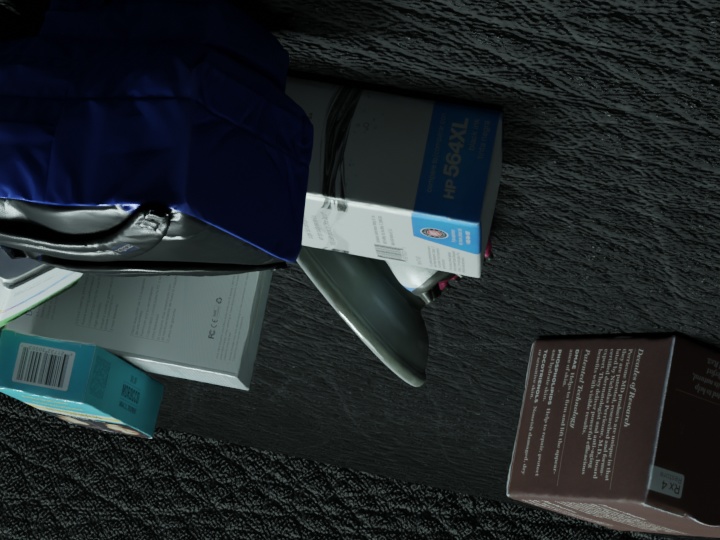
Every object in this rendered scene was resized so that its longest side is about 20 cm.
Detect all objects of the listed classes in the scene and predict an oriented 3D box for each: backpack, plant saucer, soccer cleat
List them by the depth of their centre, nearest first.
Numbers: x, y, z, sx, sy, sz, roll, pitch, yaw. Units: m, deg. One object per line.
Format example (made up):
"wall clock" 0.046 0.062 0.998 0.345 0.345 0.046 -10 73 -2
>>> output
"backpack" -0.145 -0.079 1.220 0.199 0.168 0.162 -2 161 28
"soccer cleat" 0.054 -0.027 1.574 0.086 0.070 0.200 54 -173 3
"plant saucer" 0.000 0.000 1.596 0.200 0.050 0.200 49 -174 -7

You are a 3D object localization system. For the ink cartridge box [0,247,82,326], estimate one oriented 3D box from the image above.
"ink cartridge box" -0.269 -0.049 1.514 0.087 0.146 0.200 -28 177 -15

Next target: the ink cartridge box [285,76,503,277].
"ink cartridge box" -0.009 -0.066 1.368 0.199 0.085 0.146 11 168 6

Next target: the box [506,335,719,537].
"box" 0.276 0.163 1.975 0.166 0.165 0.200 21 165 -35

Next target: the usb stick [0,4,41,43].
"usb stick" -0.220 -0.136 1.283 0.055 0.033 0.200 -27 168 9

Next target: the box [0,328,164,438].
"box" -0.229 0.095 1.664 0.082 0.049 0.200 9 169 12

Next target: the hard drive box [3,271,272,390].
"hard drive box" -0.177 0.002 1.679 0.199 0.156 0.077 11 170 6
